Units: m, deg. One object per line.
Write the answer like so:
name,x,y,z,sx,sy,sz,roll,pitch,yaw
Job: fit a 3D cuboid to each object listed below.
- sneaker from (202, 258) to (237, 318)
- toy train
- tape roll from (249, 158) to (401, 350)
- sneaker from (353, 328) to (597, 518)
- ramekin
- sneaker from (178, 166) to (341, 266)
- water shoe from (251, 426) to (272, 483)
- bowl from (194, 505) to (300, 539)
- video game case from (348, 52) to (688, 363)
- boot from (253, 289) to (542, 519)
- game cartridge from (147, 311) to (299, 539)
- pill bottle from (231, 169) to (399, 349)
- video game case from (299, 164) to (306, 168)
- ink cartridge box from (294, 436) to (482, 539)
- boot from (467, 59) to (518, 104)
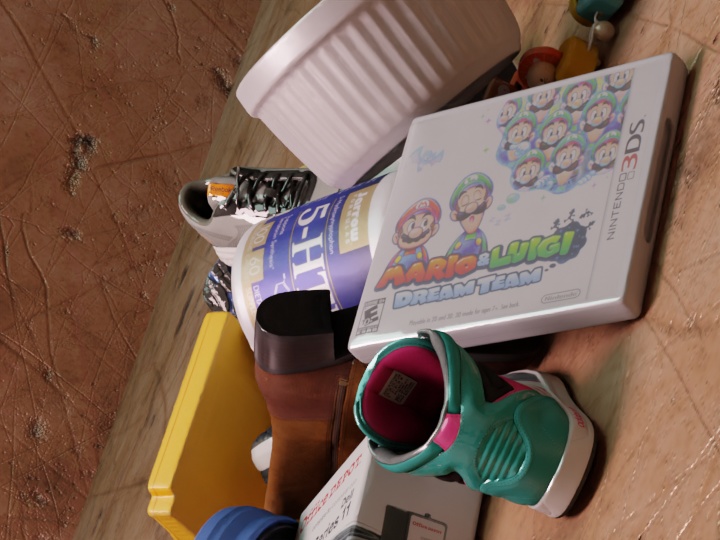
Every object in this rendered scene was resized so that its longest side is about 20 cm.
sneaker,-0.052,-0.003,1.756,0.076,0.199,0.078,64,158,13
toy train,0.142,-0.175,1.405,0.150,0.055,0.201,-97,31,-69
tape roll,0.000,0.000,1.505,0.202,0.071,0.203,-34,38,33
sneaker,0.054,0.082,1.118,0.200,0.120,0.084,-149,83,-81
ramekin,0.020,-0.145,1.362,0.200,0.105,0.200,-39,-1,-1
sneaker,-0.070,-0.047,1.501,0.200,0.079,0.074,-8,54,49
water shoe,0.006,0.129,1.432,0.200,0.079,0.071,-22,10,44
bowl,-0.067,0.257,1.283,0.200,0.039,0.202,-3,-90,-68
video game case,0.094,-0.037,1.170,0.199,0.024,0.183,-12,49,37
boot,0.024,0.103,1.280,0.069,0.187,0.201,-97,3,-48
game cartridge,-0.089,0.159,1.542,0.032,0.200,0.177,-5,52,32
pill bottle,0.021,-0.004,1.322,0.199,0.120,0.120,-19,41,36
video game case,-0.001,-0.088,1.701,0.199,0.023,0.182,-28,15,2
ink cartridge box,0.000,0.219,1.203,0.147,0.083,0.201,126,164,-50
boot,0.016,-0.140,1.582,0.144,0.199,0.073,177,88,-72
